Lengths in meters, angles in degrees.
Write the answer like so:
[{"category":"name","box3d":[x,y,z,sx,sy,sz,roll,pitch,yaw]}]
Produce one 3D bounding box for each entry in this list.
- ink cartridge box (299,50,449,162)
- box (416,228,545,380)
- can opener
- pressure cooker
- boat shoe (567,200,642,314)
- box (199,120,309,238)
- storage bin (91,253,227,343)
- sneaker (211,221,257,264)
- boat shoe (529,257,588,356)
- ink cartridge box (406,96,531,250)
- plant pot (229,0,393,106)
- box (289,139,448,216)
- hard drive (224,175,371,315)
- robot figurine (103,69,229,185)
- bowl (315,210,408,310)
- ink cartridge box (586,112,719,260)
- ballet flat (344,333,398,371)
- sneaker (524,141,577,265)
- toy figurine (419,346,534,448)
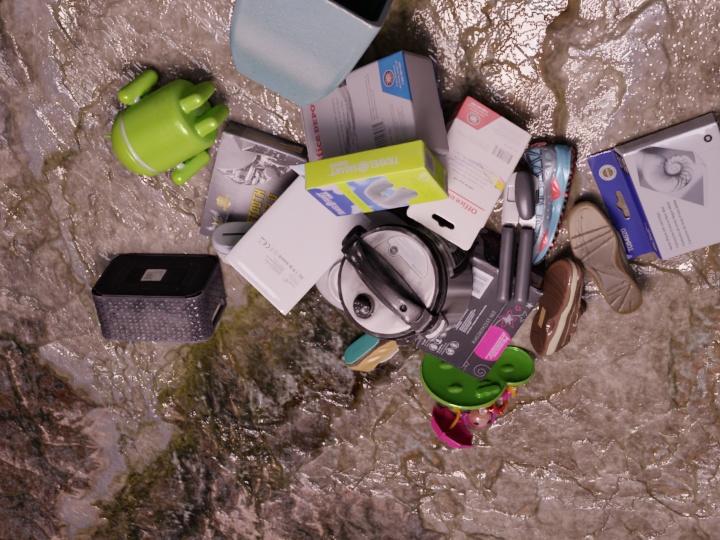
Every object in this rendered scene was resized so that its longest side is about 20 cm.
[{"category":"ink cartridge box","box3d":[0.017,-0.216,1.581,0.199,0.084,0.146,-15,82,38]},{"category":"box","box3d":[0.194,0.052,1.757,0.131,0.115,0.201,27,121,-5]},{"category":"can opener","box3d":[0.232,-0.049,1.617,0.053,0.067,0.202,6,95,19]},{"category":"pressure cooker","box3d":[0.063,0.020,1.604,0.175,0.200,0.180,1,89,25]},{"category":"boat shoe","box3d":[0.386,-0.026,1.709,0.073,0.063,0.201,-28,107,21]},{"category":"box","box3d":[-0.166,-0.125,1.761,0.157,0.048,0.201,19,123,-1]},{"category":"storage bin","box3d":[-0.342,0.045,1.851,0.198,0.136,0.094,2,123,11]},{"category":"sneaker","box3d":[-0.138,-0.042,1.748,0.198,0.074,0.071,4,151,5]},{"category":"boat shoe","box3d":[0.332,0.053,1.750,0.074,0.075,0.203,-11,141,-19]},{"category":"ink cartridge box","box3d":[0.153,-0.140,1.610,0.116,0.067,0.201,30,83,-7]},{"category":"plant pot","box3d":[-0.077,-0.354,1.523,0.195,0.197,0.200,27,131,-6]},{"category":"box","box3d":[0.013,-0.126,1.526,0.199,0.048,0.122,-9,160,19]},{"category":"hard drive","box3d":[-0.097,-0.049,1.685,0.132,0.027,0.200,43,93,-3]},{"category":"robot figurine","box3d":[-0.305,-0.222,1.689,0.199,0.116,0.176,-24,113,24]},{"category":"bowl","box3d":[0.000,0.000,1.780,0.199,0.091,0.202,6,122,9]},{"category":"ink cartridge box","box3d":[0.469,-0.115,1.639,0.199,0.041,0.200,-19,116,22]},{"category":"ballet flat","box3d":[0.054,0.111,1.864,0.063,0.069,0.200,26,131,-33]},{"category":"sneaker","box3d":[0.272,-0.108,1.676,0.095,0.079,0.201,16,116,13]},{"category":"toy figurine","box3d":[0.195,0.229,1.884,0.198,0.151,0.185,-9,137,-11]}]
